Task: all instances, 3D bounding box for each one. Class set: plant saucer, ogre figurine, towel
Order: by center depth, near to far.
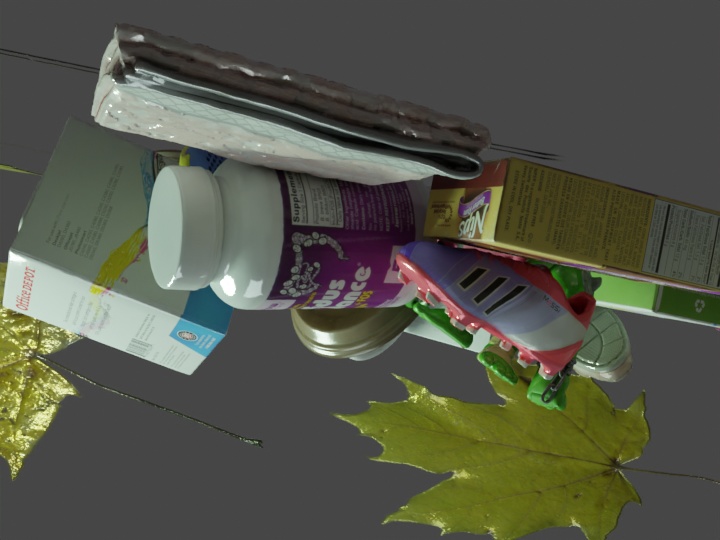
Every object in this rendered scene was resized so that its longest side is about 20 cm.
[{"bbox_3d":[-0.050,-0.082,0.473,0.196,0.033,0.191,12,180,-20],"label":"towel"},{"bbox_3d":[0.127,0.023,0.748,0.098,0.121,0.200,35,-179,-32],"label":"ogre figurine"},{"bbox_3d":[0.000,0.000,0.900,0.198,0.203,0.029,10,155,44],"label":"plant saucer"}]

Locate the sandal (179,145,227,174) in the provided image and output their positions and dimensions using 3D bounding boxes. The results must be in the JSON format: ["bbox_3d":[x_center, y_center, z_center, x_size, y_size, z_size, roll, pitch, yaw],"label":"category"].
[{"bbox_3d":[-0.069,-0.070,0.702,0.086,0.081,0.198,-13,167,33],"label":"sandal"}]

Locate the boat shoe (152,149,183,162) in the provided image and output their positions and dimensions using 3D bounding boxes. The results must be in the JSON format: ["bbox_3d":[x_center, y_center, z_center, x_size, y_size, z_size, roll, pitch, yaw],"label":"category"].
[{"bbox_3d":[-0.151,-0.082,0.876,0.196,0.071,0.073,11,180,23],"label":"boat shoe"}]

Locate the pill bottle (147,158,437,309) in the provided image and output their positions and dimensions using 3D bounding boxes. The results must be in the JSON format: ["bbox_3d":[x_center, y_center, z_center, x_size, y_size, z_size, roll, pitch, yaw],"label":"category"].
[{"bbox_3d":[-0.050,-0.028,0.612,0.196,0.115,0.112,1,-175,-30],"label":"pill bottle"}]

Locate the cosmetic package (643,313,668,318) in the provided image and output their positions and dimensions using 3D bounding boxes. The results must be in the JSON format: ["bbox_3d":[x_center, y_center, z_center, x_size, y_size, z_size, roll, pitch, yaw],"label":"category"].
[{"bbox_3d":[0.283,0.003,1.032,0.195,0.075,0.103,11,-179,9],"label":"cosmetic package"}]

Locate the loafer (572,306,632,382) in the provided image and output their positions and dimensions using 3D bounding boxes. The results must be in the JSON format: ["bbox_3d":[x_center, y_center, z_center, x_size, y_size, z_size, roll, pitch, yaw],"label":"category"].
[{"bbox_3d":[0.241,0.072,0.912,0.063,0.071,0.200,55,178,-26],"label":"loafer"}]

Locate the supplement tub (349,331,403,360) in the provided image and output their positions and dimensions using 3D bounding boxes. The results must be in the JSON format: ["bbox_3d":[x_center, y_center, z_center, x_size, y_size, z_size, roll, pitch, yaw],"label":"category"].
[{"bbox_3d":[-0.033,0.004,1.038,0.199,0.133,0.131,40,-164,30],"label":"supplement tub"}]

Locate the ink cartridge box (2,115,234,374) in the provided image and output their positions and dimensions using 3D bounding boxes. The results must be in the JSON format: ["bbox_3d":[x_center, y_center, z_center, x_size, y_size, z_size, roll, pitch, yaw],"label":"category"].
[{"bbox_3d":[-0.218,-0.017,0.797,0.197,0.149,0.147,23,151,-17],"label":"ink cartridge box"}]

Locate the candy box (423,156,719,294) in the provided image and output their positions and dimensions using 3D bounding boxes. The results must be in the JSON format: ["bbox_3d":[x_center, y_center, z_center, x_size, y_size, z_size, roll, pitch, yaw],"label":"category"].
[{"bbox_3d":[0.156,-0.029,0.577,0.196,0.058,0.116,12,180,-19],"label":"candy box"}]

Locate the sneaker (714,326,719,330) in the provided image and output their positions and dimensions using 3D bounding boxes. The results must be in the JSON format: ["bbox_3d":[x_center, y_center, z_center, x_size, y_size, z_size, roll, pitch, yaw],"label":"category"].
[{"bbox_3d":[0.389,0.018,0.833,0.084,0.082,0.200,3,-168,-6],"label":"sneaker"}]

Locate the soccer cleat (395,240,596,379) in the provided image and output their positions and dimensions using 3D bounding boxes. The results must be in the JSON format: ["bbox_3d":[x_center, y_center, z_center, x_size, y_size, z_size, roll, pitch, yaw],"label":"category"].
[{"bbox_3d":[0.103,0.015,0.613,0.198,0.077,0.067,31,-176,-37],"label":"soccer cleat"}]

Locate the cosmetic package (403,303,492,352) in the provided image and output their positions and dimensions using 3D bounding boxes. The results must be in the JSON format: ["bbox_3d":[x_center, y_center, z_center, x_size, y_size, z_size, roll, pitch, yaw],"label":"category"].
[{"bbox_3d":[0.118,0.011,1.018,0.051,0.154,0.198,7,-177,-35],"label":"cosmetic package"}]

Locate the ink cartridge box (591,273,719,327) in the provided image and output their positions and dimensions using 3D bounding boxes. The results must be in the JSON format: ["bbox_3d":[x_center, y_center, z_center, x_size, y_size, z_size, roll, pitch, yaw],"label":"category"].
[{"bbox_3d":[0.234,-0.003,0.787,0.196,0.078,0.147,9,-179,-23],"label":"ink cartridge box"}]

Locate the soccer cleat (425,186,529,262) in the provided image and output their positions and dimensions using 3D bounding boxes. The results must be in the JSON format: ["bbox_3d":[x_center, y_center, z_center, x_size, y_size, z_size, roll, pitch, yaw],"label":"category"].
[{"bbox_3d":[0.082,-0.046,0.718,0.085,0.072,0.198,-15,-162,-40],"label":"soccer cleat"}]
